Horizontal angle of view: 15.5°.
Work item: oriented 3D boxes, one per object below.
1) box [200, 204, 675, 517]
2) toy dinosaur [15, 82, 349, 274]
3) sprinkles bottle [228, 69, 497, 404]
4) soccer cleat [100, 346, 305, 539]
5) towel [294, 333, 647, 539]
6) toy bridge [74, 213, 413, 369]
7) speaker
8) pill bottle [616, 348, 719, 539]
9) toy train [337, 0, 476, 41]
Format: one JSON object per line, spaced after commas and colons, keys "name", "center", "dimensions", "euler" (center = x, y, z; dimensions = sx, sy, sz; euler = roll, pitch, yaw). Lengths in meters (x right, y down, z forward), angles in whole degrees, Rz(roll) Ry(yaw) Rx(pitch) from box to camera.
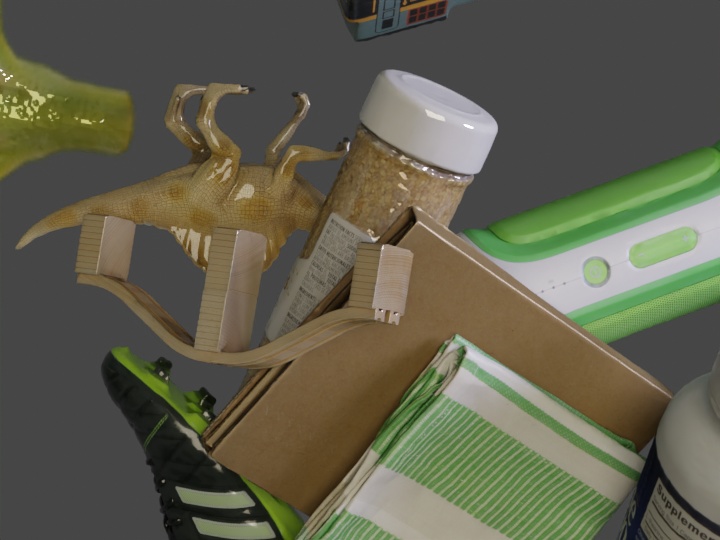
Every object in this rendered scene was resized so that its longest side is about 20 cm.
{"name": "box", "center": [0.044, 0.077, 1.346], "dimensions": [0.200, 0.021, 0.164], "euler": [34, 106, -31]}
{"name": "toy dinosaur", "center": [-0.077, -0.046, 1.378], "dimensions": [0.198, 0.058, 0.102], "euler": [3, 90, -8]}
{"name": "sprinkles bottle", "center": [0.000, 0.000, 1.354], "dimensions": [0.068, 0.068, 0.201], "euler": [23, 104, -7]}
{"name": "soccer cleat", "center": [-0.077, 0.128, 1.375], "dimensions": [0.081, 0.068, 0.200], "euler": [-40, 96, 3]}
{"name": "towel", "center": [0.041, 0.143, 1.350], "dimensions": [0.152, 0.023, 0.200], "euler": [31, 102, -32]}
{"name": "toy bridge", "center": [-0.065, 0.013, 1.305], "dimensions": [0.199, 0.027, 0.068], "euler": [6, 85, 36]}
{"name": "speaker", "center": [0.137, -0.007, 1.392], "dimensions": [0.199, 0.088, 0.089], "euler": [-20, 92, -7]}
{"name": "pill bottle", "center": [0.192, 0.120, 1.324], "dimensions": [0.110, 0.111, 0.201], "euler": [9, 129, -8]}
{"name": "toy train", "center": [0.067, -0.185, 1.371], "dimensions": [0.199, 0.114, 0.086], "euler": [-18, 70, -11]}
